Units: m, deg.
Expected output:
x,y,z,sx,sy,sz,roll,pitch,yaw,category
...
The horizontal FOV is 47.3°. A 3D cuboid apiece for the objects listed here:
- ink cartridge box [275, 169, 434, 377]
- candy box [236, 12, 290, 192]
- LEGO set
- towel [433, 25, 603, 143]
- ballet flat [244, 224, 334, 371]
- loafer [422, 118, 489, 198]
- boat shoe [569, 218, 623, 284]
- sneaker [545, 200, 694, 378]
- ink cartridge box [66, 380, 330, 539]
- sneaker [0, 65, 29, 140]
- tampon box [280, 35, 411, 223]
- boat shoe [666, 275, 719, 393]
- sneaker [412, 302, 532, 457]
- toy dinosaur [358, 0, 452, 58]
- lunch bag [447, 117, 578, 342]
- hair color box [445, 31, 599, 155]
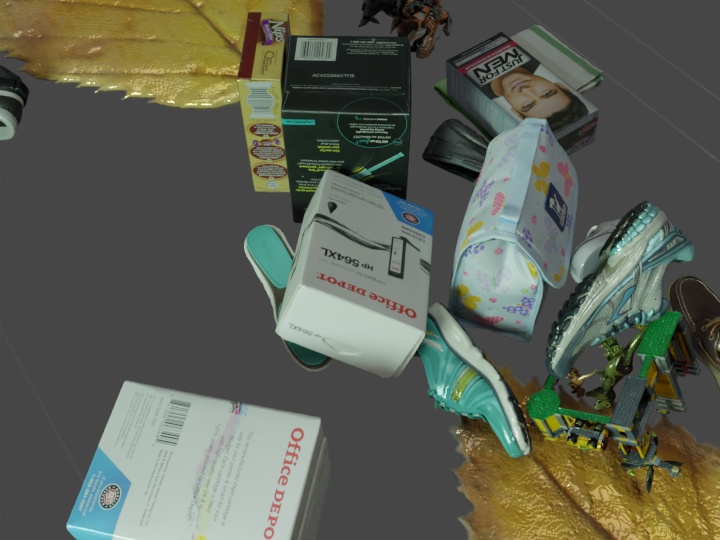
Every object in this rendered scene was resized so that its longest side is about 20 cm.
x,y,z,sx,sy,sz,roll,pitch,yaw,category
0.000,0.000,0.913,0.144,0.085,0.201,21,41,-12,ink cartridge box
-0.113,-0.206,1.034,0.056,0.201,0.118,1,56,2,candy box
0.275,0.131,0.875,0.152,0.116,0.201,-3,46,37,LEGO set
0.224,-0.264,1.170,0.199,0.031,0.149,-33,59,-16,towel
-0.075,0.034,0.956,0.069,0.070,0.201,-23,63,-13,ballet flat
0.169,-0.116,1.052,0.200,0.068,0.071,36,85,18,loafer
0.291,-0.022,0.951,0.199,0.074,0.065,-5,31,-44,boat shoe
0.263,0.033,0.829,0.086,0.078,0.201,35,93,5,sneaker
-0.141,0.218,0.787,0.197,0.147,0.148,9,56,8,ink cartridge box
-0.568,-0.247,1.162,0.197,0.073,0.113,8,53,-2,sneaker
-0.014,-0.166,1.004,0.148,0.201,0.128,2,56,2,tampon box
0.407,0.080,0.903,0.071,0.072,0.202,-12,57,-6,boat shoe
0.114,0.128,0.896,0.079,0.078,0.200,-39,57,0,sneaker
0.073,-0.401,1.241,0.134,0.103,0.201,10,38,-9,toy dinosaur
0.173,-0.043,0.917,0.126,0.201,0.171,12,57,10,lunch bag
0.208,-0.224,1.083,0.098,0.061,0.200,-29,55,-14,hair color box
